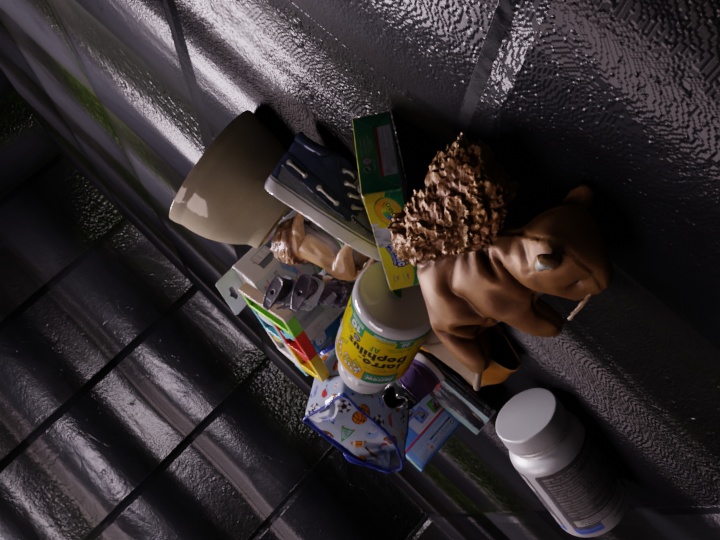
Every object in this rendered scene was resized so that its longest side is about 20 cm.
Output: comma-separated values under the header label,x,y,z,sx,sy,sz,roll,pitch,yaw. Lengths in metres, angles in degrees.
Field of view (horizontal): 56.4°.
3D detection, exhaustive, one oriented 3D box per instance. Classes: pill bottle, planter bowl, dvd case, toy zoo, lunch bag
label,x,y,z,sx,sy,sz,roll,pitch,yaw
pill bottle,0.027,0.086,0.906,0.113,0.113,0.200,41,146,15
planter bowl,-0.171,-0.119,1.008,0.134,0.201,0.200,36,164,-5
dvd case,0.133,0.193,1.136,0.200,0.022,0.146,40,163,16
toy zoo,-0.121,0.114,1.128,0.131,0.020,0.201,27,153,42
lunch bag,0.009,0.239,1.187,0.124,0.171,0.200,-35,116,31
pill bottle,0.280,0.267,0.943,0.200,0.114,0.114,52,162,-20

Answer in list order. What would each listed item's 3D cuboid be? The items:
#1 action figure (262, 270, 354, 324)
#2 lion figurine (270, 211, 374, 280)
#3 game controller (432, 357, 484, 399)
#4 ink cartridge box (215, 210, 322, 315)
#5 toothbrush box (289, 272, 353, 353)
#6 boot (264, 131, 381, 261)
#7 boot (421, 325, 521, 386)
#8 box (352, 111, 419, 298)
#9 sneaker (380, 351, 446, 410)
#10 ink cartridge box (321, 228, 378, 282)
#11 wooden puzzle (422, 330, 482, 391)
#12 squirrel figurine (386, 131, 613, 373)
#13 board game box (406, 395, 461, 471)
label,x,y,z,sx,sy,sz,roll,pitch,yaw
action figure,-0.058,0.039,1.050,0.130,0.070,0.200,19,-174,32
lion figurine,-0.052,-0.031,0.987,0.200,0.072,0.123,33,124,29
game controller,0.139,0.187,1.192,0.104,0.042,0.200,34,166,-18
ink cartridge box,-0.148,0.001,1.189,0.067,0.200,0.117,35,161,29
toothbrush box,-0.057,0.103,1.305,0.085,0.146,0.200,38,163,23
boot,-0.022,-0.094,0.876,0.199,0.091,0.073,33,-171,-2
boot,0.135,0.085,0.969,0.201,0.071,0.144,40,156,8
box,0.036,-0.066,0.768,0.200,0.048,0.118,73,-171,-55
sneaker,0.057,0.176,1.079,0.076,0.088,0.200,45,165,-5
ink cartridge box,0.000,0.000,1.106,0.145,0.048,0.200,39,159,20
wooden puzzle,0.103,0.039,0.897,0.200,0.037,0.186,39,143,39
squirrel figurine,0.126,-0.022,0.618,0.200,0.142,0.187,45,157,-6
board game box,0.092,0.263,1.308,0.200,0.151,0.037,41,164,16
